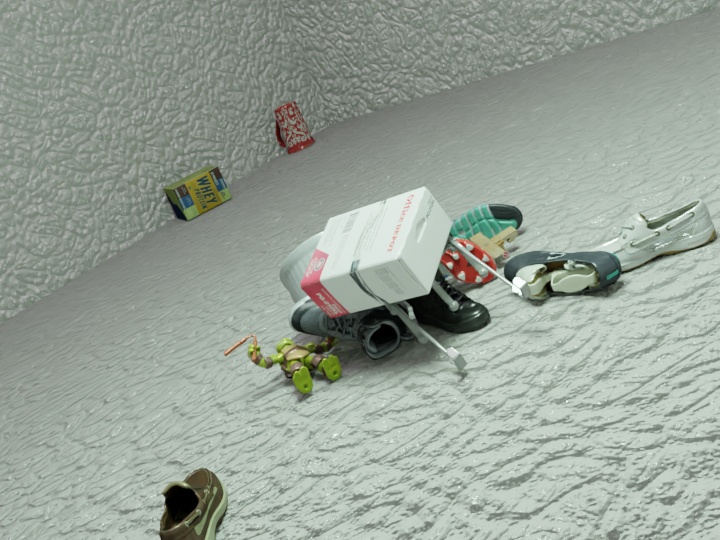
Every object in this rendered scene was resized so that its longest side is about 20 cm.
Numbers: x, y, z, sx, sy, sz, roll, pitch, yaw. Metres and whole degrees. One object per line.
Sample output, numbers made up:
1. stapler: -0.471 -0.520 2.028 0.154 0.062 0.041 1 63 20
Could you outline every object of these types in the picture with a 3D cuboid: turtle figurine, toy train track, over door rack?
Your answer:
1. turtle figurine: -0.108 0.145 1.376 0.197 0.066 0.161 -6 17 -26
2. toy train track: 0.193 -0.011 1.517 0.198 0.033 0.115 -31 24 -3
3. over door rack: 0.138 0.048 1.240 0.148 0.067 0.200 -47 38 -4

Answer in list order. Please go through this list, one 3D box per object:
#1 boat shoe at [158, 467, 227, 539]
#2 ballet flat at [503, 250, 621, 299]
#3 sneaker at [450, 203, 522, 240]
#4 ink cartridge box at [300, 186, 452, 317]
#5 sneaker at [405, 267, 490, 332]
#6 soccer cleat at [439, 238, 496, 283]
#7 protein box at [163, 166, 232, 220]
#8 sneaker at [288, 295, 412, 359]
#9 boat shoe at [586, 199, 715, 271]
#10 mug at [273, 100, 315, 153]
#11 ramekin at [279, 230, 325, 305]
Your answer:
1. boat shoe: -0.210 0.290 1.066 0.074 0.076 0.203 -24 16 -1
2. ballet flat: 0.283 0.008 1.264 0.198 0.074 0.073 -5 24 43
3. sneaker: 0.222 -0.091 1.646 0.197 0.076 0.087 -15 13 30
4. ink cartridge box: 0.024 -0.025 1.281 0.198 0.084 0.146 -15 40 40
5. sneaker: 0.115 0.033 1.350 0.060 0.106 0.199 -31 18 -28
6. soccer cleat: 0.135 -0.030 1.456 0.196 0.070 0.085 15 8 1
7. protein box: -0.643 -0.305 3.387 0.198 0.137 0.198 -30 17 -19
8. sneaker: -0.014 0.085 1.348 0.196 0.077 0.114 0 20 -7
9. boat shoe: 0.412 -0.053 1.263 0.197 0.070 0.071 -21 18 15
10. mug: -0.319 -0.632 3.825 0.175 0.203 0.134 -18 18 17
11. ramekin: -0.033 0.014 1.483 0.197 0.099 0.201 -21 -24 -10
